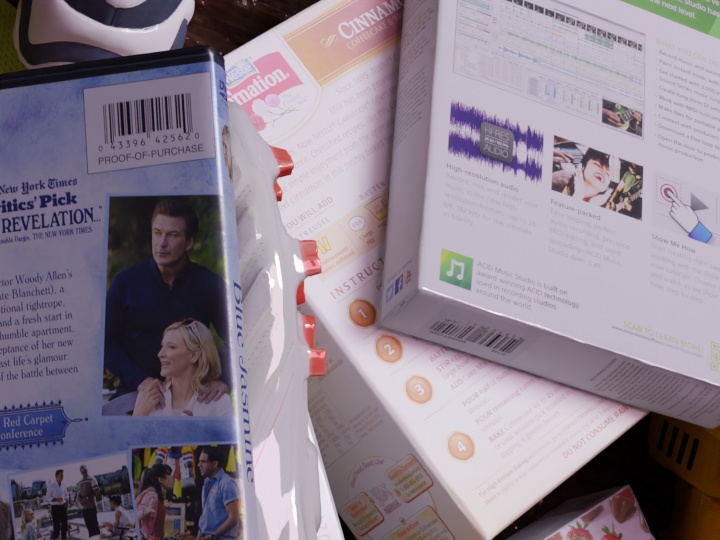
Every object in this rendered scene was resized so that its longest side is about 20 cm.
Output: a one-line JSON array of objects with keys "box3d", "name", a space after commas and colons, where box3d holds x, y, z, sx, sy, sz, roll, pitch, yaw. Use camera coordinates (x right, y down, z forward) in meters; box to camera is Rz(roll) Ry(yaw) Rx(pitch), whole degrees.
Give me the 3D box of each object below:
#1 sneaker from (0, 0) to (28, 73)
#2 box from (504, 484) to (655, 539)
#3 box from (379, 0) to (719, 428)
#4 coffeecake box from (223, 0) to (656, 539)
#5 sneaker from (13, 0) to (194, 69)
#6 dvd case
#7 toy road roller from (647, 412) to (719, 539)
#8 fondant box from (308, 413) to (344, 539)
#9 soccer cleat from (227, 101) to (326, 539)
[{"box3d": [-0.098, -0.018, 0.938, 0.078, 0.090, 0.200, -29, 93, -43], "name": "sneaker"}, {"box3d": [0.045, 0.141, 1.046, 0.200, 0.041, 0.039, -26, 93, -45], "name": "box"}, {"box3d": [0.082, -0.051, 0.993, 0.144, 0.036, 0.200, 19, 59, -22], "name": "box"}, {"box3d": [0.021, -0.004, 1.000, 0.153, 0.073, 0.200, -34, 85, -37], "name": "coffeecake box"}, {"box3d": [-0.076, -0.168, 0.949, 0.079, 0.130, 0.199, 20, 38, -10], "name": "sneaker"}, {"box3d": [-0.103, 0.039, 0.779, 0.018, 0.142, 0.200, 40, 44, -74], "name": "dvd case"}, {"box3d": [0.187, 0.079, 1.098, 0.123, 0.200, 0.146, 6, 96, -10], "name": "toy road roller"}, {"box3d": [-0.110, 0.086, 0.839, 0.200, 0.058, 0.145, -14, 82, -19], "name": "fondant box"}, {"box3d": [-0.048, 0.045, 0.804, 0.077, 0.069, 0.200, -5, 79, -8], "name": "soccer cleat"}]
